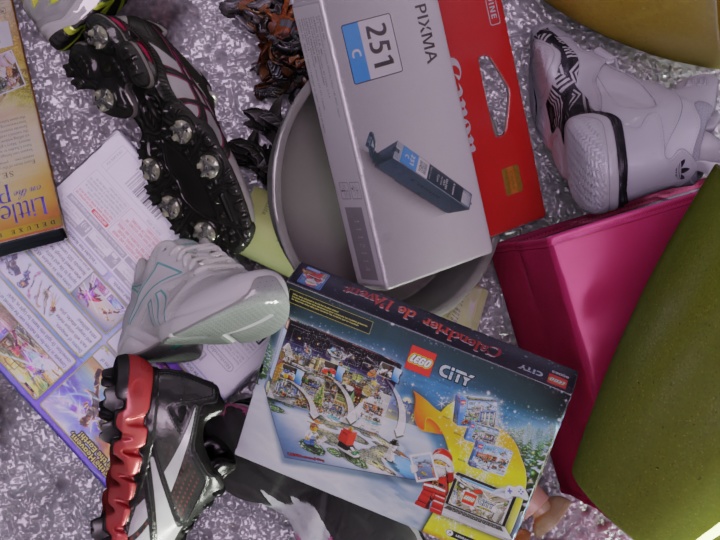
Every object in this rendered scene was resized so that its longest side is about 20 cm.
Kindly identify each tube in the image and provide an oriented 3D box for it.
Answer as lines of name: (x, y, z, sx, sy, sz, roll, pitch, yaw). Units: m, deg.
tube: (0.000, 0.000, 1.179, 0.198, 0.052, 0.058, 26, 90, -5)

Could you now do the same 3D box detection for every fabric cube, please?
fabric cube: (0.225, 0.047, 1.128, 0.194, 0.200, 0.201, -18, 92, -7)

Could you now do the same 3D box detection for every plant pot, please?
plant pot: (0.201, -0.249, 1.154, 0.140, 0.200, 0.203, 3, 87, 18)
plant pot: (0.224, 0.073, 0.954, 0.187, 0.187, 0.201, 37, 101, -3)

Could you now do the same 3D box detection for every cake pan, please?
cake pan: (0.016, -0.059, 1.123, 0.198, 0.037, 0.203, -1, 92, -33)

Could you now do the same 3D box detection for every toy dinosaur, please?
toy dinosaur: (-0.027, -0.130, 1.165, 0.199, 0.102, 0.136, 34, 68, 17)

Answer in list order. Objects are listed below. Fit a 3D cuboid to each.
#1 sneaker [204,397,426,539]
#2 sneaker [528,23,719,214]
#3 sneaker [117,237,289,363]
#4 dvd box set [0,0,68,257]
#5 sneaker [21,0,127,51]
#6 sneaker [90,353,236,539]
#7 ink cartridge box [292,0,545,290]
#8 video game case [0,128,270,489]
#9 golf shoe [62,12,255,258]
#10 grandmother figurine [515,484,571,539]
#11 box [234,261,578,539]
sneaker: (-0.023, 0.156, 1.152, 0.200, 0.086, 0.080, 44, 108, 0)
sneaker: (0.191, -0.117, 1.148, 0.114, 0.201, 0.076, -8, 129, -6)
sneaker: (-0.112, 0.013, 1.056, 0.070, 0.200, 0.081, 5, 79, -32)
dvd box set: (-0.300, -0.100, 1.135, 0.145, 0.029, 0.202, -15, 73, -6)
sneaker: (-0.172, -0.254, 1.159, 0.076, 0.075, 0.200, 45, 82, 0)
sneaker: (-0.135, 0.157, 1.086, 0.097, 0.071, 0.203, 4, 106, -13)
ink cartridge box: (0.056, -0.108, 1.100, 0.175, 0.045, 0.202, -20, 102, -30)
video game case: (-0.176, 0.033, 1.162, 0.181, 0.045, 0.200, -43, 92, -7)
golf shoe: (-0.124, -0.104, 1.138, 0.077, 0.088, 0.201, -39, 81, 35)
grandmother figurine: (0.059, 0.125, 1.179, 0.121, 0.061, 0.200, -40, 90, 6)
box: (0.028, 0.095, 1.053, 0.198, 0.038, 0.138, 22, 114, 6)
